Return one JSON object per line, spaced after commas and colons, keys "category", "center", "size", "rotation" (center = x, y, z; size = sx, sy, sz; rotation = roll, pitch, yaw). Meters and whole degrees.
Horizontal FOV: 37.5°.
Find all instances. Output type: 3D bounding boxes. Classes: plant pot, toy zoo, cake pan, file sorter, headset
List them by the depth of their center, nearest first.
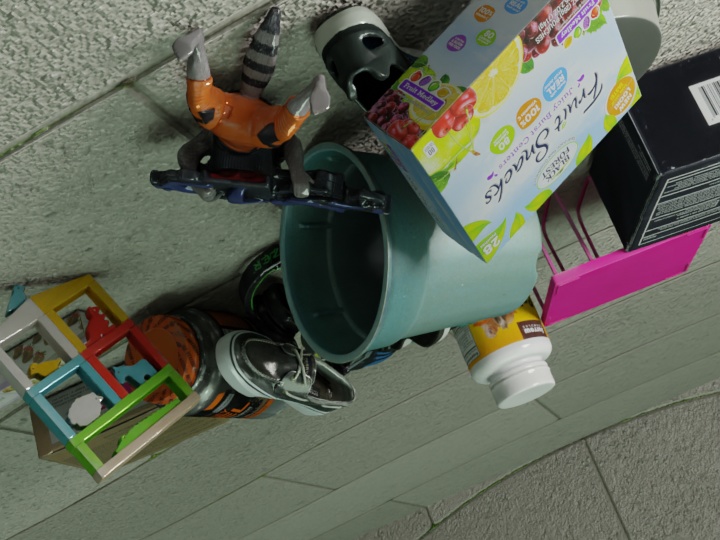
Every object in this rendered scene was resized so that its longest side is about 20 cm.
{"category": "cake pan", "center": [0.193, -0.191, 0.984], "size": [0.199, 0.037, 0.200], "rotation": [-19, 158, -8]}
{"category": "plant pot", "center": [0.054, -0.022, 1.014], "size": [0.195, 0.201, 0.200], "rotation": [-4, 153, -30]}
{"category": "toy zoo", "center": [-0.265, 0.088, 1.015], "size": [0.131, 0.200, 0.020], "rotation": [-38, 172, -39]}
{"category": "headset", "center": [-0.060, 0.045, 1.213], "size": [0.123, 0.094, 0.200], "rotation": [-27, 145, 0]}
{"category": "file sorter", "center": [0.298, -0.043, 1.308], "size": [0.199, 0.126, 0.139], "rotation": [-21, 157, -5]}

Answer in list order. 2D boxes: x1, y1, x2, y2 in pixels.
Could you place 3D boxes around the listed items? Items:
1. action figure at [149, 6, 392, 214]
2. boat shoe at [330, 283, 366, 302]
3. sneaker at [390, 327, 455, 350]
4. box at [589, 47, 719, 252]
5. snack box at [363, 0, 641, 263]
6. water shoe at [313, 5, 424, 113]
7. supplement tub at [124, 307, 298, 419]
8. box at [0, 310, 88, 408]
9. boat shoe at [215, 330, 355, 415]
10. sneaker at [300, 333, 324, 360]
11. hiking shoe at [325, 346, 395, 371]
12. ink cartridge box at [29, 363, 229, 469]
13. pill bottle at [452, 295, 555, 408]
{"category": "action figure", "center": [-0.064, -0.110, 0.853], "size": [0.199, 0.105, 0.194], "rotation": [9, 158, -7]}
{"category": "boat shoe", "center": [0.002, -0.002, 1.155], "size": [0.199, 0.066, 0.075], "rotation": [-28, 164, -49]}
{"category": "sneaker", "center": [0.096, 0.036, 1.206], "size": [0.120, 0.084, 0.200], "rotation": [-29, -179, -15]}
{"category": "box", "center": [0.372, -0.137, 1.159], "size": [0.199, 0.124, 0.199], "rotation": [-18, 157, -4]}
{"category": "snack box", "center": [0.120, -0.132, 0.848], "size": [0.200, 0.068, 0.169], "rotation": [-45, 140, -5]}
{"category": "water shoe", "center": [0.026, -0.145, 0.880], "size": [0.071, 0.079, 0.200], "rotation": [-30, 157, 22]}
{"category": "supplement tub", "center": [-0.169, 0.109, 1.233], "size": [0.122, 0.123, 0.200], "rotation": [-32, 155, 25]}
{"category": "box", "center": [-0.365, 0.107, 1.156], "size": [0.199, 0.039, 0.041], "rotation": [-28, 156, 16]}
{"category": "boat shoe", "center": [-0.078, 0.110, 1.191], "size": [0.071, 0.073, 0.200], "rotation": [-17, 152, 31]}
{"category": "sneaker", "center": [0.014, 0.041, 1.339], "size": [0.199, 0.075, 0.085], "rotation": [-27, -179, 4]}
{"category": "hiking shoe", "center": [0.030, 0.080, 1.437], "size": [0.086, 0.075, 0.200], "rotation": [-11, 167, -43]}
{"category": "ink cartridge box", "center": [-0.290, 0.182, 1.353], "size": [0.199, 0.075, 0.165], "rotation": [-23, 157, 7]}
{"category": "pill bottle", "center": [0.172, 0.068, 1.348], "size": [0.109, 0.201, 0.109], "rotation": [-19, 159, -8]}
